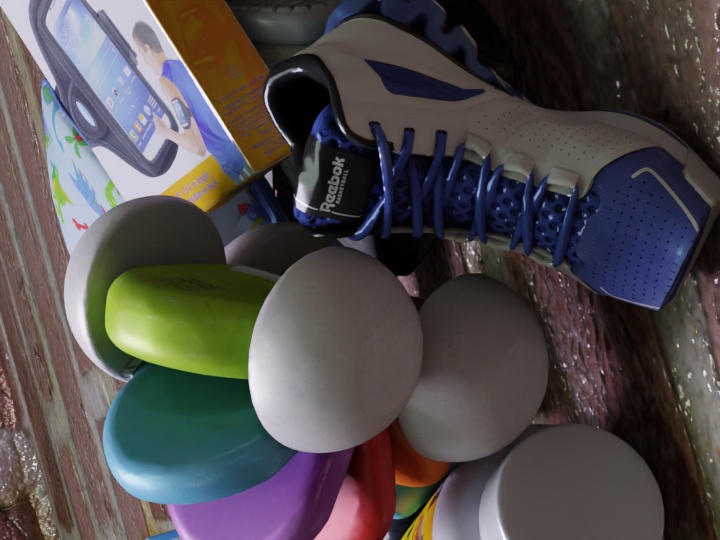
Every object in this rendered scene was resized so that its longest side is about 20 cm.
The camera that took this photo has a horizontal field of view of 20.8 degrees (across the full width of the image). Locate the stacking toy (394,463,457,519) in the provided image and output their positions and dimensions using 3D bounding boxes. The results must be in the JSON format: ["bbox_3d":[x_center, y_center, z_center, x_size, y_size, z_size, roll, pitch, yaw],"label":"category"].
[{"bbox_3d":[-0.037,0.108,1.041,0.110,0.116,0.200,50,128,5],"label":"stacking toy"}]

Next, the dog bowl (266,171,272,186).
[{"bbox_3d":[-0.125,-0.116,1.428,0.200,0.058,0.201,166,90,-72],"label":"dog bowl"}]

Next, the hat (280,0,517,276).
[{"bbox_3d":[0.022,-0.094,0.948,0.201,0.081,0.201,39,135,52],"label":"hat"}]

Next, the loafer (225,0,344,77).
[{"bbox_3d":[-0.069,-0.099,0.949,0.200,0.075,0.070,15,117,59],"label":"loafer"}]

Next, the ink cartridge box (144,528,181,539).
[{"bbox_3d":[-0.068,0.275,1.431,0.085,0.144,0.201,134,119,-70],"label":"ink cartridge box"}]

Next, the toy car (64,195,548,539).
[{"bbox_3d":[-0.032,0.057,0.853,0.175,0.200,0.151,17,94,40],"label":"toy car"}]

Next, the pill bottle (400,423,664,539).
[{"bbox_3d":[0.077,0.142,0.937,0.200,0.109,0.110,115,136,-64],"label":"pill bottle"}]

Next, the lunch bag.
[{"bbox_3d":[-0.105,-0.017,1.094,0.200,0.082,0.161,48,152,40],"label":"lunch bag"}]

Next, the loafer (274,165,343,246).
[{"bbox_3d":[0.000,0.000,1.100,0.075,0.069,0.201,27,126,58],"label":"loafer"}]

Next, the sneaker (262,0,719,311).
[{"bbox_3d":[0.035,-0.036,0.790,0.199,0.115,0.081,33,130,22],"label":"sneaker"}]

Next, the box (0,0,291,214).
[{"bbox_3d":[-0.113,-0.117,0.899,0.200,0.041,0.119,56,148,-3],"label":"box"}]

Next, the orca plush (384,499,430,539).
[{"bbox_3d":[0.047,0.130,1.145,0.105,0.071,0.201,-58,-12,-48],"label":"orca plush"}]
